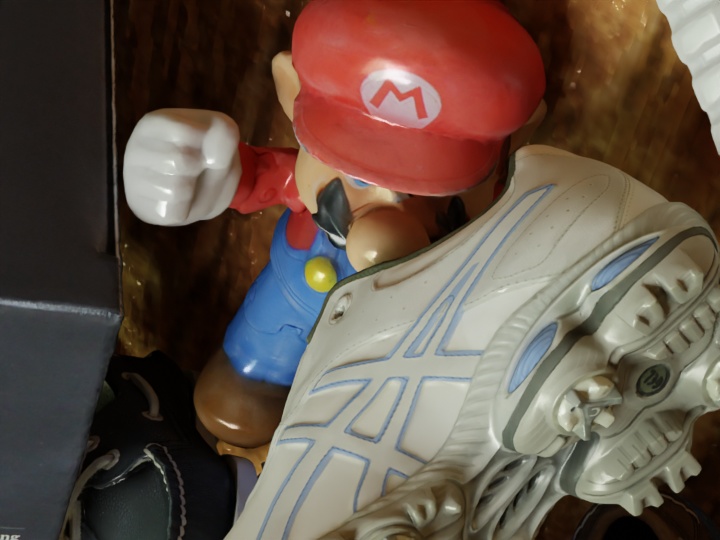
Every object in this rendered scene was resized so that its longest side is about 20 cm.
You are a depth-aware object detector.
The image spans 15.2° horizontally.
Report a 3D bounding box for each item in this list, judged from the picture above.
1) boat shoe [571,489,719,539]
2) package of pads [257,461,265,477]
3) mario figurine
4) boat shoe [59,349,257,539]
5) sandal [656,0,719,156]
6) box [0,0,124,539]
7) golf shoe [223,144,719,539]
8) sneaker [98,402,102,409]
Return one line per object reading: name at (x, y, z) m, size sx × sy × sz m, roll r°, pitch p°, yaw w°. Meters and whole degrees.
boat shoe at (0.090, 0.163, 0.791) m, size 0.072 × 0.072 × 0.201 m, roll 37°, pitch -141°, yaw -71°
package of pads at (0.038, 0.151, 0.916) m, size 0.200 × 0.076 × 0.121 m, roll 32°, pitch 141°, yaw 22°
mario figurine at (0.000, 0.000, 0.783) m, size 0.106 × 0.123 × 0.200 m, roll 53°, pitch 153°, yaw 25°
boat shoe at (-0.076, 0.075, 0.889) m, size 0.060 × 0.076 × 0.200 m, roll 21°, pitch -173°, yaw -14°
sandal at (0.134, -0.019, 0.686) m, size 0.082 × 0.050 × 0.203 m, roll -10°, pitch 103°, yaw 34°
box at (-0.146, -0.010, 0.836) m, size 0.117 × 0.197 × 0.200 m, roll 6°, pitch 141°, yaw -14°
golf shoe at (0.008, 0.050, 0.693) m, size 0.097 × 0.200 × 0.078 m, roll 47°, pitch 176°, yaw 44°
sneaker at (-0.174, 0.007, 1.013) m, size 0.200 × 0.080 × 0.086 m, roll 61°, pitch 157°, yaw -5°
